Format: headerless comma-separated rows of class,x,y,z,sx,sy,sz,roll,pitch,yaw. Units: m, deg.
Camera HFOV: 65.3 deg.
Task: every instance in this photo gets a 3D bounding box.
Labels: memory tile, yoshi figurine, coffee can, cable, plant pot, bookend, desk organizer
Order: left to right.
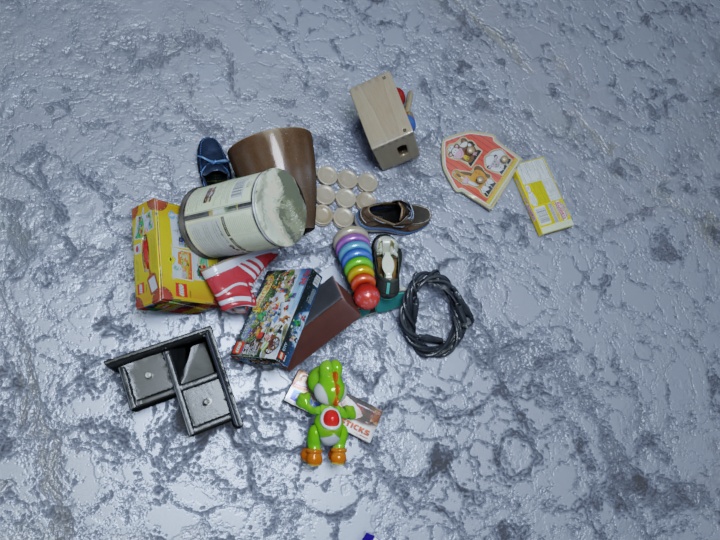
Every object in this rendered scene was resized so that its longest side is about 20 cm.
bookend,-0.348,0.235,1.060,0.199,0.092,0.200,-17,79,-19
coffee can,-0.225,-0.105,1.076,0.146,0.199,0.147,16,71,-56
plant pot,-0.168,-0.173,1.195,0.186,0.187,0.201,-14,85,-19
desk organizer,-0.103,0.111,1.145,0.200,0.077,0.072,-38,41,9
yoshi figurine,-0.069,0.274,1.114,0.111,0.112,0.201,3,88,28
memory tile,-0.060,-0.171,1.309,0.199,0.017,0.154,9,71,-13
cable,0.157,0.094,1.250,0.163,0.051,0.200,-38,109,-11

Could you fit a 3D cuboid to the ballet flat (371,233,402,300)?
ballet flat,0.062,-0.028,1.227,0.068,0.069,0.201,-2,46,-3

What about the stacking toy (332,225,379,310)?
stacking toy,0.000,0.000,1.195,0.085,0.086,0.201,-4,48,-16

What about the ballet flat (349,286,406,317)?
ballet flat,0.015,0.064,1.231,0.199,0.072,0.072,-19,79,-20

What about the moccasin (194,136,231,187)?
moccasin,-0.308,-0.206,1.222,0.080,0.068,0.201,-14,77,-19

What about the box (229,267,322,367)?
box,-0.168,0.091,1.127,0.038,0.136,0.201,44,55,-40

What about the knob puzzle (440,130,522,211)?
knob puzzle,0.292,-0.277,1.421,0.218,0.030,0.221,2,74,-7

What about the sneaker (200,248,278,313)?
sneaker,-0.228,0.020,1.154,0.200,0.071,0.113,-27,96,-52

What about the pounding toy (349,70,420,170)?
pounding toy,0.078,-0.359,1.326,0.141,0.200,0.185,-21,78,8

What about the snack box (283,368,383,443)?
snack box,-0.056,0.281,1.163,0.199,0.024,0.072,28,70,-6

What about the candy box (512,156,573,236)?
candy box,0.468,-0.193,1.455,0.102,0.026,0.201,-15,77,-20

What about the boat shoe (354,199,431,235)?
boat shoe,0.088,-0.124,1.295,0.199,0.072,0.073,-9,77,-27

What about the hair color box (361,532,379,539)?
hair color box,0.063,0.615,1.071,0.200,0.065,0.109,41,67,-2

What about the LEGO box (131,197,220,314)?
LEGO box,-0.361,-0.023,1.105,0.149,0.077,0.201,14,63,-55
